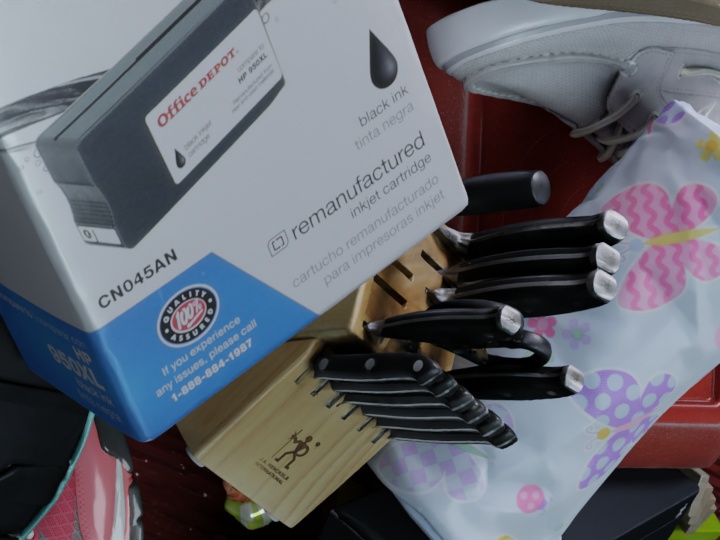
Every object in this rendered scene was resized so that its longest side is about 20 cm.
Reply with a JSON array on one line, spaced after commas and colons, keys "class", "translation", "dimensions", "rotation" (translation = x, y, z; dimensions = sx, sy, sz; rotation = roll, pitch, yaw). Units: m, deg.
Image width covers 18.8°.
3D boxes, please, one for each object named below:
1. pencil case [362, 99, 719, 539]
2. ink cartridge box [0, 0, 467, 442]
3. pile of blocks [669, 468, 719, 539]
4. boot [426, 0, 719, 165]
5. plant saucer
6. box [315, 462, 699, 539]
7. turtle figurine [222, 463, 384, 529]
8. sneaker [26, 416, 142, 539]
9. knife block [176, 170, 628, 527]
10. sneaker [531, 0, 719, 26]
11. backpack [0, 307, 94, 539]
[{"class": "pencil case", "translation": [0.091, 0.031, 0.844], "dimensions": [0.200, 0.091, 0.083], "rotation": [-48, 174, 3]}, {"class": "ink cartridge box", "translation": [-0.068, -0.073, 0.680], "dimensions": [0.144, 0.084, 0.201], "rotation": [-36, 125, -21]}, {"class": "pile of blocks", "translation": [0.169, 0.076, 1.075], "dimensions": [0.062, 0.082, 0.201], "rotation": [3, 115, -33]}, {"class": "boot", "translation": [0.118, -0.065, 0.891], "dimensions": [0.199, 0.073, 0.096], "rotation": [-6, 80, -36]}, {"class": "plant saucer", "translation": [0.097, -0.014, 0.947], "dimensions": [0.199, 0.037, 0.201], "rotation": [4, 87, -33]}, {"class": "box", "translation": [0.046, 0.151, 0.969], "dimensions": [0.199, 0.079, 0.142], "rotation": [-17, 143, -51]}, {"class": "turtle figurine", "translation": [0.014, 0.068, 0.968], "dimensions": [0.200, 0.064, 0.162], "rotation": [-49, 151, -34]}, {"class": "sneaker", "translation": [-0.153, 0.137, 0.901], "dimensions": [0.086, 0.074, 0.201], "rotation": [7, 114, -34]}, {"class": "knife block", "translation": [0.000, 0.000, 0.831], "dimensions": [0.175, 0.200, 0.064], "rotation": [-43, 132, 6]}, {"class": "sneaker", "translation": [0.123, -0.141, 0.826], "dimensions": [0.199, 0.070, 0.076], "rotation": [-6, 131, -40]}, {"class": "backpack", "translation": [-0.199, 0.028, 0.762], "dimensions": [0.199, 0.153, 0.176], "rotation": [29, 100, -32]}]
